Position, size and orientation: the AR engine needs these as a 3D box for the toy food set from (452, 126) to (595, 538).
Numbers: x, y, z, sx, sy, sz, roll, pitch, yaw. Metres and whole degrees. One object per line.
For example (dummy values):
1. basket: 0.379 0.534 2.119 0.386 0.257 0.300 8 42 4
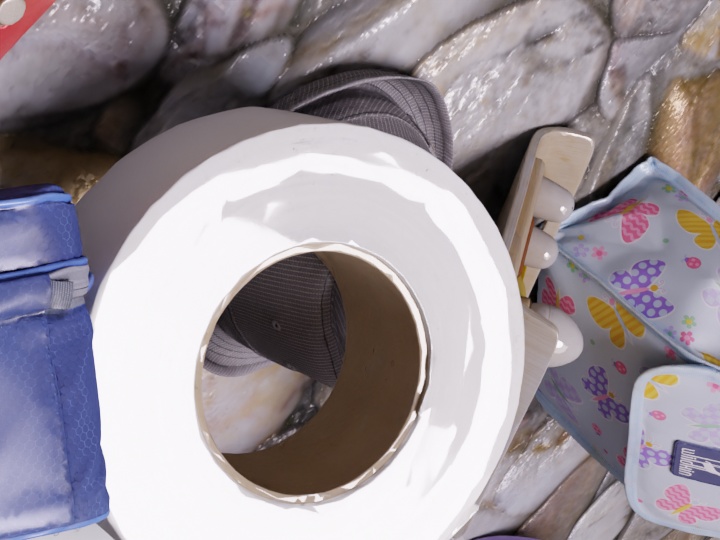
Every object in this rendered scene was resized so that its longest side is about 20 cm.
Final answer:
1. toy food set: 0.085 0.029 0.911 0.200 0.060 0.144 -66 178 -56

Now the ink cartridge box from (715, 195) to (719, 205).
1. ink cartridge box: 0.271 0.009 1.186 0.116 0.067 0.201 13 115 -55

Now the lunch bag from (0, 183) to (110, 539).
1. lunch bag: -0.178 0.028 0.562 0.199 0.135 0.134 -12 98 -37

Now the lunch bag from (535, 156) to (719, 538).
1. lunch bag: 0.200 0.063 1.032 0.127 0.200 0.170 -32 147 -22

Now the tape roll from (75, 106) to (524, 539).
1. tape roll: -0.032 0.037 0.694 0.201 0.071 0.204 -5 101 -28

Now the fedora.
1. fedora: 0.000 0.000 0.822 0.176 0.090 0.201 -34 147 -20

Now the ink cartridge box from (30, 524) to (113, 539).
1. ink cartridge box: -0.171 0.138 0.779 0.200 0.083 0.146 -47 150 -1

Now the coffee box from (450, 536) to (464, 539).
1. coffee box: -0.048 0.179 0.915 0.199 0.080 0.113 -25 -172 -41

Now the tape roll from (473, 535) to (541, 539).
1. tape roll: 0.123 0.290 1.198 0.199 0.200 0.085 -13 136 -42

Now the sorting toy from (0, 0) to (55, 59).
1. sorting toy: -0.130 -0.146 0.518 0.199 0.070 0.200 -47 149 0
